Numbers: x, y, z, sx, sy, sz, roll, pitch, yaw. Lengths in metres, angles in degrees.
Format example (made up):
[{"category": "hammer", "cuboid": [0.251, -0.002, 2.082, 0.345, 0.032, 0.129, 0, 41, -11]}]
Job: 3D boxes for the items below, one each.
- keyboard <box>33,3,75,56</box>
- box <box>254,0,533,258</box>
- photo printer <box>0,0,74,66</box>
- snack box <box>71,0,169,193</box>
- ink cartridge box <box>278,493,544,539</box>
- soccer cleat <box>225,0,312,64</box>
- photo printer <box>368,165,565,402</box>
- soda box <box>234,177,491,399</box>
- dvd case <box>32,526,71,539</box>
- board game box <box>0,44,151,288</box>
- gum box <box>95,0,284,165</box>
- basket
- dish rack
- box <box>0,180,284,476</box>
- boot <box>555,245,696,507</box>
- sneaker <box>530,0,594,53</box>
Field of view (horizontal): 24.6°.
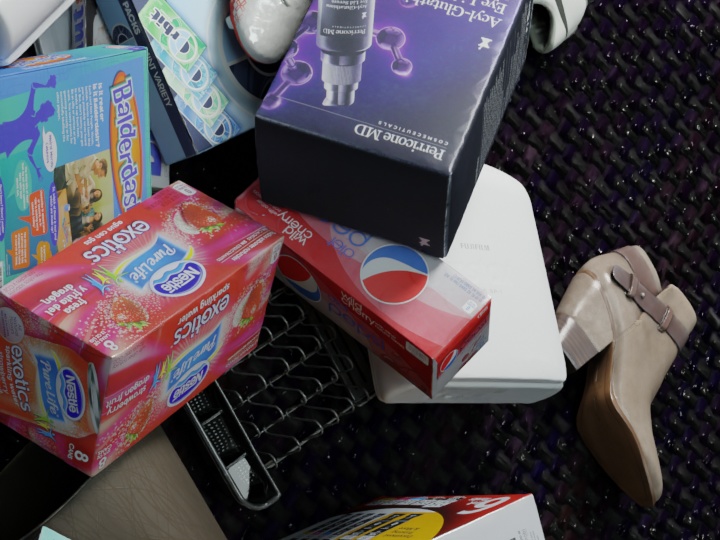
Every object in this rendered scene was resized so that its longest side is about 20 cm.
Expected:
[{"category": "keyboard", "cuboid": [-0.211, -0.154, 1.220, 0.056, 0.011, 0.202, -15, 92, -38]}, {"category": "box", "cuboid": [0.028, -0.132, 1.184, 0.147, 0.105, 0.201, 16, 59, 10]}, {"category": "photo printer", "cuboid": [-0.253, -0.224, 1.100, 0.200, 0.165, 0.070, -57, 155, -44]}, {"category": "snack box", "cuboid": [-0.178, -0.161, 1.224, 0.071, 0.024, 0.202, 5, 79, -39]}, {"category": "ink cartridge box", "cuboid": [0.013, 0.229, 1.195, 0.174, 0.199, 0.085, -18, 93, -33]}, {"category": "soccer cleat", "cuboid": [-0.043, -0.245, 1.227, 0.068, 0.085, 0.201, 36, 58, -30]}, {"category": "photo printer", "cuboid": [0.073, 0.003, 1.310, 0.165, 0.069, 0.202, 4, 67, -35]}, {"category": "soda box", "cuboid": [0.000, 0.000, 1.200, 0.199, 0.064, 0.070, 37, 67, 21]}, {"category": "dvd case", "cuboid": [-0.194, 0.261, 1.074, 0.145, 0.200, 0.022, 32, 32, -18]}, {"category": "board game box", "cuboid": [-0.209, -0.062, 1.087, 0.200, 0.045, 0.154, -25, 118, -60]}, {"category": "gum box", "cuboid": [-0.099, -0.194, 1.253, 0.199, 0.044, 0.171, -30, 101, -42]}, {"category": "basket", "cuboid": [-0.155, 0.208, 1.138, 0.201, 0.135, 0.181, 55, 39, -20]}, {"category": "dish rack", "cuboid": [-0.058, 0.068, 1.259, 0.199, 0.054, 0.154, -35, 103, -31]}, {"category": "box", "cuboid": [-0.147, 0.033, 1.091, 0.095, 0.100, 0.200, 28, 35, 18]}, {"category": "boot", "cuboid": [0.243, 0.082, 1.437, 0.146, 0.070, 0.201, -37, 104, -32]}, {"category": "sneaker", "cuboid": [0.118, -0.268, 1.400, 0.200, 0.074, 0.089, 42, 63, -20]}]
